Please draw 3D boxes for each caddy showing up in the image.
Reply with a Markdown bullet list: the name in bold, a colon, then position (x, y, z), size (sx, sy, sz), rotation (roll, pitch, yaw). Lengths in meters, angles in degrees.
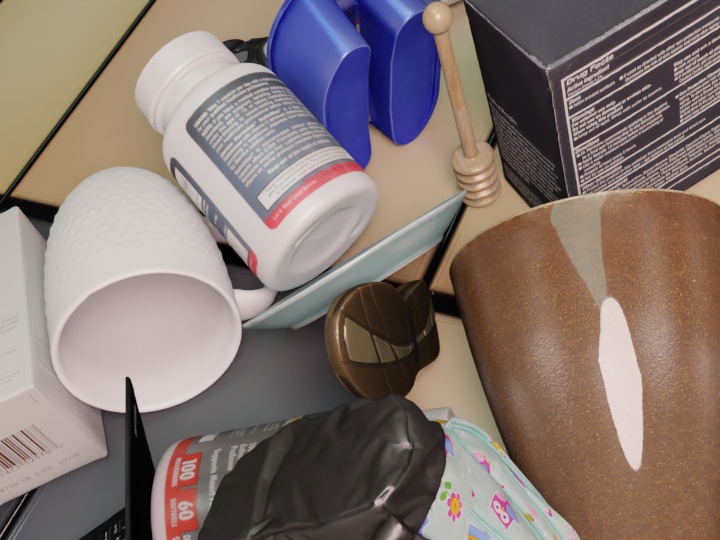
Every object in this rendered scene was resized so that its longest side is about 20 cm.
- **caddy**: position (-0.010, -0.180, 0.854), size (0.140, 0.201, 0.105), rotation (-32, 62, -18)

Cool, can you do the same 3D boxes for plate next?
- **plate**: position (0.000, 0.000, 0.746), size (0.198, 0.200, 0.026), rotation (-31, 92, -4)

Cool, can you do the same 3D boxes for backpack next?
- **backpack**: position (0.035, 0.158, 0.508), size (0.166, 0.200, 0.128), rotation (-20, 33, 44)

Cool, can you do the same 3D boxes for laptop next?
- **laptop**: position (-0.180, 0.207, 0.626), size (0.199, 0.103, 0.179), rotation (-35, 40, 18)

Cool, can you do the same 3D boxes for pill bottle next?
- **pill bottle**: position (-0.090, -0.094, 0.795), size (0.119, 0.120, 0.200), rotation (-38, 73, -12)
- **pill bottle**: position (-0.028, 0.154, 0.650), size (0.197, 0.117, 0.117), rotation (-13, 50, 11)

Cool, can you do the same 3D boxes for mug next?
- **mug**: position (-0.163, 0.000, 0.817), size (0.197, 0.149, 0.176), rotation (-3, 40, -21)

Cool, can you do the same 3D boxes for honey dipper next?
- **honey dipper**: position (0.079, -0.129, 0.774), size (0.037, 0.201, 0.038), rotation (-9, 50, 11)

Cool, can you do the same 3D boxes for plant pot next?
- **plant pot**: position (0.159, 0.082, 0.614), size (0.184, 0.187, 0.203), rotation (-11, 67, 12)

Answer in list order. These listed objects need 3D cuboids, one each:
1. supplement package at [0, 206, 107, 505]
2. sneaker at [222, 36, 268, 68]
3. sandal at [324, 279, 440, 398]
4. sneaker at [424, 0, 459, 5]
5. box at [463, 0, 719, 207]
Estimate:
- **supplement package**: position (-0.297, 0.070, 0.814), size (0.115, 0.118, 0.202), rotation (-25, 50, 3)
- **sneaker**: position (-0.133, -0.158, 0.961), size (0.112, 0.076, 0.202), rotation (8, 51, 26)
- **sandal**: position (0.009, 0.044, 0.688), size (0.054, 0.200, 0.083), rotation (-8, 95, 18)
- **sneaker**: position (0.085, -0.342, 1.025), size (0.113, 0.081, 0.202), rotation (-15, 57, 4)
- **box**: position (0.204, -0.157, 0.751), size (0.198, 0.200, 0.124), rotation (-31, 49, -6)
